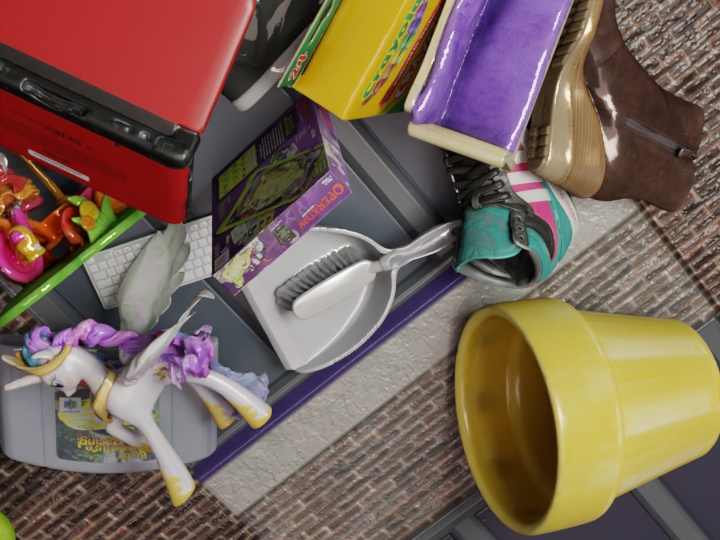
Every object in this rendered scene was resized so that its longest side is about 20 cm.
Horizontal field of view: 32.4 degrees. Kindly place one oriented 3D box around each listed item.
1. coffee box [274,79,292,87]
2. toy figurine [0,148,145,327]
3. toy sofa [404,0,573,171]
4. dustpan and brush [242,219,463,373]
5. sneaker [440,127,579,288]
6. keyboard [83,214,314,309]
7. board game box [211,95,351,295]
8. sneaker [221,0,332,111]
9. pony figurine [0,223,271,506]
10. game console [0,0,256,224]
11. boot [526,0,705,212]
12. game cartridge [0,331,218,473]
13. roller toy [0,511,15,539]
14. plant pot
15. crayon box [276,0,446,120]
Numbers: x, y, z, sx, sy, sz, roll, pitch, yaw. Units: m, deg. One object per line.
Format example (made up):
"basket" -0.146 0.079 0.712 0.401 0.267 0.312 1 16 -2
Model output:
"coffee box" -0.105 -0.218 0.993 0.198 0.044 0.124 10 112 -10
"toy figurine" -0.278 -0.077 0.976 0.150 0.200 0.184 -31 101 32
"toy sofa" 0.110 -0.184 0.956 0.082 0.098 0.201 21 91 13
"dustpan and brush" 0.000 0.000 1.089 0.199 0.057 0.140 -29 114 -5
"sneaker" 0.103 -0.058 1.038 0.083 0.121 0.200 -21 120 42
"keyboard" -0.143 -0.018 1.095 0.199 0.011 0.057 -18 114 2
"board game box" -0.068 -0.067 0.978 0.032 0.200 0.120 40 105 -21
"sneaker" -0.067 -0.222 0.931 0.099 0.071 0.200 34 110 -24
"pony figurine" -0.172 0.078 1.038 0.193 0.167 0.200 -44 117 9
"game console" -0.187 -0.147 0.865 0.199 0.173 0.119 25 67 1
"boot" 0.224 -0.157 1.052 0.165 0.072 0.202 8 94 -30
"game cartridge" -0.230 0.121 1.134 0.198 0.041 0.134 0 117 -6
"roller toy" -0.428 0.232 1.103 0.182 0.140 0.200 -45 109 2
"plant pot" 0.208 0.118 1.102 0.187 0.201 0.202 -8 115 -19
"crayon box" 0.018 -0.181 0.937 0.051 0.200 0.127 34 109 11
